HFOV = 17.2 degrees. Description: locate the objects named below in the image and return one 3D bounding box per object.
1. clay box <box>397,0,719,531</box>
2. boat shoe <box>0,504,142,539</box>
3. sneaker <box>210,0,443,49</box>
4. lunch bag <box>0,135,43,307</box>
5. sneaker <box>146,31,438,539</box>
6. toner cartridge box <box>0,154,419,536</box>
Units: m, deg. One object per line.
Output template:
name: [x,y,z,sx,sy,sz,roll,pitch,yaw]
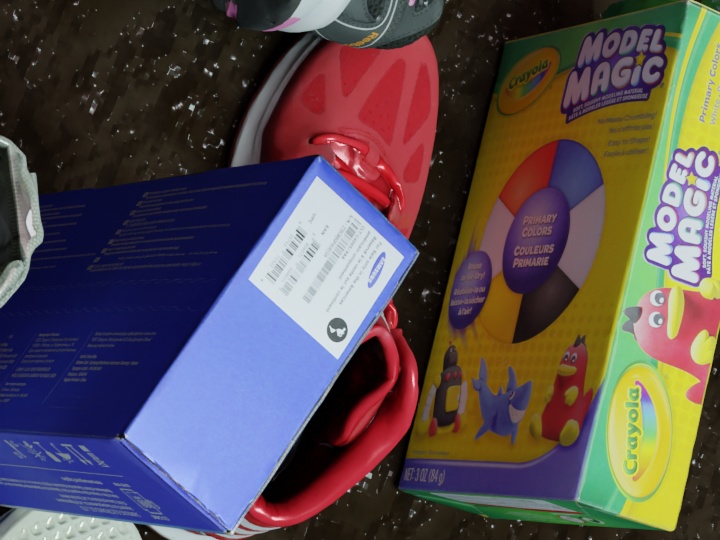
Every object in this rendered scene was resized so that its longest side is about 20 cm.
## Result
clay box: [0.081,-0.013,0.833,0.048,0.115,0.200,19,78,-28]
boat shoe: [-0.127,0.155,0.709,0.075,0.062,0.200,33,69,-25]
sneaker: [-0.007,-0.163,0.812,0.086,0.080,0.200,21,68,-46]
lunch bag: [-0.197,0.013,0.637,0.200,0.164,0.118,-10,87,-30]
sneaker: [0.000,0.000,0.783,0.078,0.115,0.200,26,75,-27]
toner cartridge box: [-0.073,0.021,0.690,0.043,0.200,0.095,44,68,-22]
